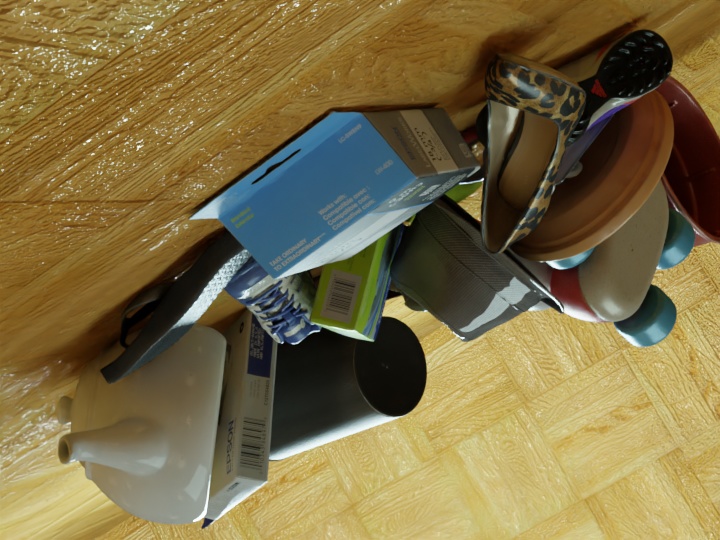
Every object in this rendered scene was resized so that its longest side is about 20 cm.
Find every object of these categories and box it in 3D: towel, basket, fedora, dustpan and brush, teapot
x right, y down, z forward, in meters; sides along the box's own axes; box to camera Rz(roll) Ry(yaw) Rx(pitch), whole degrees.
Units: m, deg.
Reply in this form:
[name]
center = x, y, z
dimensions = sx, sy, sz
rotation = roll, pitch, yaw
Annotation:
[towel]
center = 0.080, -0.074, 1.582
dimensions = 0.086, 0.018, 0.200
rotation = -31, 173, 10
[basket]
center = -0.031, 0.121, 1.729
dimensions = 0.200, 0.136, 0.181
rotation = -16, -132, 46
[fedora]
center = 0.091, 0.004, 1.377
dimensions = 0.090, 0.177, 0.200
rotation = -49, -156, 6
[dustpan and brush]
center = 0.142, -0.102, 1.400
dimensions = 0.200, 0.057, 0.140
rotation = 6, -136, 42
[teapot]
center = -0.202, 0.134, 1.384
dimensions = 0.146, 0.198, 0.200
rotation = 7, 145, -4

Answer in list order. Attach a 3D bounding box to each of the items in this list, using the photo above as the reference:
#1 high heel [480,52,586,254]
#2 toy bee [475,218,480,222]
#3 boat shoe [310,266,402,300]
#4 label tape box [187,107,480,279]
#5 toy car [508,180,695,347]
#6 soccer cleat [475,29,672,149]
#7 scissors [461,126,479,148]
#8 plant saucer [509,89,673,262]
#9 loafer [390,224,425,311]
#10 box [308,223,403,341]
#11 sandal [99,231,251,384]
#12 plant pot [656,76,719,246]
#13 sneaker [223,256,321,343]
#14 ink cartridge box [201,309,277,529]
[high heel]
center = 0.116, -0.085, 1.162
dimensions = 0.143, 0.071, 0.200
rotation = -65, 159, 2
[toy bee]
center = 0.117, -0.016, 1.688
dimensions = 0.131, 0.109, 0.200
rotation = 9, 177, 10
[boat shoe]
center = -0.009, 0.019, 1.663
dimensions = 0.200, 0.070, 0.070
rotation = -23, 171, -39
[label tape box]
center = -0.014, -0.057, 1.131
dimensions = 0.144, 0.063, 0.200
rotation = -34, 172, 25
[toy car]
center = 0.202, -0.026, 1.544
dimensions = 0.200, 0.184, 0.177
rotation = -7, -126, 43
[soccer cleat]
center = 0.178, -0.146, 1.311
dimensions = 0.200, 0.068, 0.073
rotation = -29, -179, -21
[scissors]
center = 0.036, -0.084, 1.343
dimensions = 0.200, 0.014, 0.073
rotation = -27, 175, -36
[plant saucer]
center = 0.200, -0.101, 1.416
dimensions = 0.200, 0.037, 0.200
rotation = -34, -145, 28
[loafer]
center = 0.081, 0.007, 1.546
dimensions = 0.075, 0.070, 0.200
rotation = -20, -154, -29
[box]
center = 0.000, 0.000, 1.396
dimensions = 0.048, 0.122, 0.200
rotation = 14, 177, 7
[sandal]
center = -0.153, 0.022, 1.250
dimensions = 0.200, 0.043, 0.076
rotation = -46, 173, 30
[plant pot]
center = 0.287, -0.089, 1.695
dimensions = 0.195, 0.201, 0.201
rotation = -25, 177, 33
[sneaker]
center = -0.070, 0.019, 1.344
dimensions = 0.075, 0.088, 0.200
rotation = -29, 172, 8
[ink cartridge box]
center = -0.148, 0.165, 1.669
dimensions = 0.040, 0.200, 0.200
rotation = 13, 151, -20
